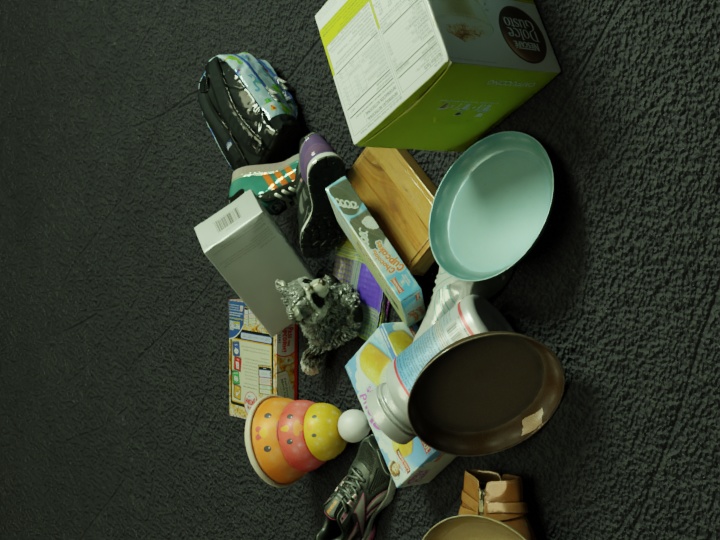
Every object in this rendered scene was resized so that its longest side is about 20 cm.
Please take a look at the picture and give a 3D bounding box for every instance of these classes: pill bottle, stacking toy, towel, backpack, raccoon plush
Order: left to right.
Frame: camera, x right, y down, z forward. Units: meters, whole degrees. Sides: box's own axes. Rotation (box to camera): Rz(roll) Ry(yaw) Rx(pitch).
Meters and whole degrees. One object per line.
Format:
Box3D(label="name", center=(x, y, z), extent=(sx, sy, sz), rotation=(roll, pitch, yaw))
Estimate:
Box3D(label="backpack", center=(-0.185, -0.261, 1.849), extent=(0.200, 0.153, 0.164), rotation=(45, 136, 11))
Box3D(label="raccoon plush", center=(-0.081, 0.091, 1.685), extent=(0.097, 0.133, 0.202), rotation=(41, 123, 41))
Box3D(label="stacking toy", center=(-0.067, 0.247, 1.744), extent=(0.198, 0.145, 0.148), rotation=(-19, 76, 33))
Box3D(label="towel", center=(0.000, 0.000, 1.703), extent=(0.143, 0.023, 0.203), rotation=(23, 110, 49))
Box3D(label="pill bottle", center=(0.104, 0.132, 1.455), extent=(0.200, 0.108, 0.109), rotation=(-42, 57, 20))

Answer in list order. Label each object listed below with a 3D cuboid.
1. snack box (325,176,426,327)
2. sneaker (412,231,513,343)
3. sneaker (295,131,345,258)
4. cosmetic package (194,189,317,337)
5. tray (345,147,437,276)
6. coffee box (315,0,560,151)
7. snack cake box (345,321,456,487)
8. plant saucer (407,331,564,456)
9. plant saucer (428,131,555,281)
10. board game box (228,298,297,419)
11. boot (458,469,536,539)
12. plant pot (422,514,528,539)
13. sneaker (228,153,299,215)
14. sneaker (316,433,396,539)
Box3D(label="snack box", center=(0.023, -0.025, 1.581), extent=(0.201, 0.037, 0.116), rotation=(57, 175, 20))
Box3D(label="sneaker", center=(0.128, 0.033, 1.509), extent=(0.201, 0.070, 0.081), rotation=(-56, 45, 27))
Box3D(label="sneaker", center=(-0.063, -0.114, 1.690), extent=(0.088, 0.075, 0.202), rotation=(-119, 27, -43))
Box3D(label="cosmetic package", center=(-0.150, -0.009, 1.732), extent=(0.112, 0.201, 0.081), rotation=(-33, 36, 1))
Box3D(label="tray", center=(0.056, -0.098, 1.597), extent=(0.099, 0.037, 0.201), rotation=(-51, 51, 22))
Box3D(label="coffee box", center=(0.094, -0.284, 1.424), extent=(0.200, 0.198, 0.200), rotation=(-36, 64, 46))
Box3D(label="snack cake box", center=(0.064, 0.187, 1.592), extent=(0.115, 0.067, 0.202), rotation=(-50, 54, 40))
Box3D(label="plant saucer", center=(0.151, 0.146, 1.386), extent=(0.032, 0.198, 0.202), rotation=(-105, 35, -51))
Box3D(label="plant saucer", center=(0.169, -0.078, 1.431), extent=(0.199, 0.027, 0.202), rotation=(-24, 54, 37))
Box3D(label="board game box", center=(-0.166, 0.153, 1.905), extent=(0.151, 0.046, 0.203), rotation=(6, 96, 52))
Box3D(label="boot", center=(0.141, 0.340, 1.480), extent=(0.199, 0.076, 0.158), rotation=(-6, 93, 47))
Box3D(label="plant pot", center=(0.161, 0.397, 1.422), extent=(0.198, 0.027, 0.203), rotation=(9, 108, 30))
Box3D(label="sneaker", center=(-0.114, -0.125, 1.754), extent=(0.198, 0.071, 0.081), rotation=(-10, 58, 25))
Box3D(label="sneaker", center=(-0.010, 0.342, 1.678), extent=(0.080, 0.086, 0.202), rotation=(33, 117, 44))
